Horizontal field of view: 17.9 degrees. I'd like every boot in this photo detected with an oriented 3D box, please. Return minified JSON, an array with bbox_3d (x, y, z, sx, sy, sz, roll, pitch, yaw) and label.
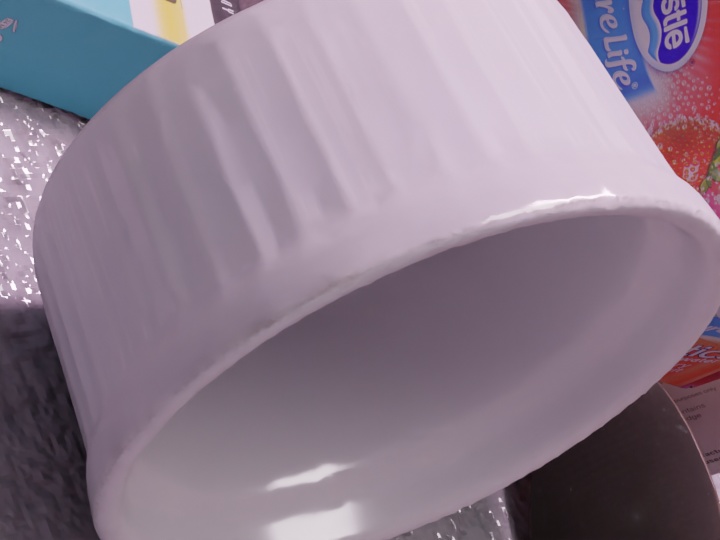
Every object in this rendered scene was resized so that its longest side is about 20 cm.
[{"bbox_3d":[0.115,0.134,0.858,0.075,0.073,0.201,32,41,-66],"label":"boot"}]

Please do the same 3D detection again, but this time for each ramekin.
[{"bbox_3d":[0.000,0.000,0.677,0.200,0.200,0.098,10,48,-51],"label":"ramekin"}]

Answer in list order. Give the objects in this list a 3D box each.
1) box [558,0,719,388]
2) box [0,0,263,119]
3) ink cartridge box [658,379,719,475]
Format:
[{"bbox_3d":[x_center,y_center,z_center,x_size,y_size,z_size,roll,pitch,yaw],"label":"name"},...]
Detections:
[{"bbox_3d":[0.112,-0.072,0.797,0.102,0.094,0.202,20,59,-47],"label":"box"},{"bbox_3d":[-0.082,-0.096,0.775,0.199,0.049,0.083,17,50,-47],"label":"box"},{"bbox_3d":[0.098,-0.030,0.910,0.200,0.083,0.148,42,44,-33],"label":"ink cartridge box"}]
